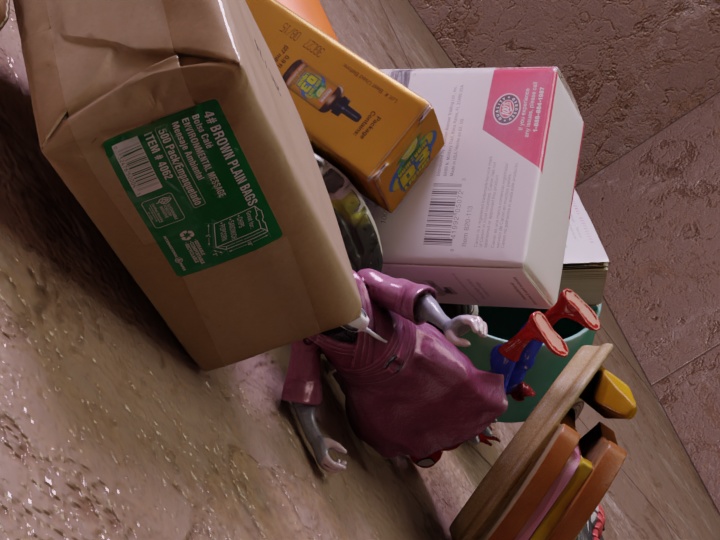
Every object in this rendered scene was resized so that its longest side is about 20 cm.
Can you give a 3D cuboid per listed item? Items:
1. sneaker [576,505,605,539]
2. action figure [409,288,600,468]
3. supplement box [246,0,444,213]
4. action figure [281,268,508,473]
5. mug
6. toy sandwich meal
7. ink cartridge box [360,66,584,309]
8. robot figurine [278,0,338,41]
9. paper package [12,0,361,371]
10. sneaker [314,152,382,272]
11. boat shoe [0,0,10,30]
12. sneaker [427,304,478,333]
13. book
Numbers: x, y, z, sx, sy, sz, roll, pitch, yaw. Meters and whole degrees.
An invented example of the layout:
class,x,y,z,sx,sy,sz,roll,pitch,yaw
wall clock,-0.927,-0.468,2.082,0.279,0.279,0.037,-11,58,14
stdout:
class,x,y,z,sx,sy,sz,roll,pitch,yaw
sneaker,0.161,0.207,1.210,0.099,0.070,0.201,58,13,-8
action figure,0.087,0.087,0.986,0.052,0.200,0.065,49,47,4
supplement box,-0.041,-0.123,0.949,0.199,0.067,0.069,37,-9,23
action figure,0.012,0.040,0.887,0.200,0.133,0.150,48,14,-48
mug,0.138,0.054,1.265,0.152,0.184,0.116,41,-43,35
toy sandwich meal,0.136,0.138,0.999,0.070,0.206,0.205,36,9,10
ink cartridge box,0.042,-0.059,0.992,0.083,0.197,0.148,43,54,-58
robot figurine,-0.083,-0.189,1.120,0.144,0.116,0.201,42,19,-53
paper package,-0.090,-0.078,0.750,0.201,0.102,0.192,64,4,-50
sneaker,-0.061,-0.064,0.936,0.200,0.075,0.085,44,7,-4
boat shoe,-0.209,-0.186,0.713,0.072,0.075,0.202,40,22,-60
sneaker,0.031,-0.027,1.136,0.076,0.076,0.200,-8,47,-47
book,0.099,-0.026,1.232,0.134,0.197,0.049,-102,-167,-51
